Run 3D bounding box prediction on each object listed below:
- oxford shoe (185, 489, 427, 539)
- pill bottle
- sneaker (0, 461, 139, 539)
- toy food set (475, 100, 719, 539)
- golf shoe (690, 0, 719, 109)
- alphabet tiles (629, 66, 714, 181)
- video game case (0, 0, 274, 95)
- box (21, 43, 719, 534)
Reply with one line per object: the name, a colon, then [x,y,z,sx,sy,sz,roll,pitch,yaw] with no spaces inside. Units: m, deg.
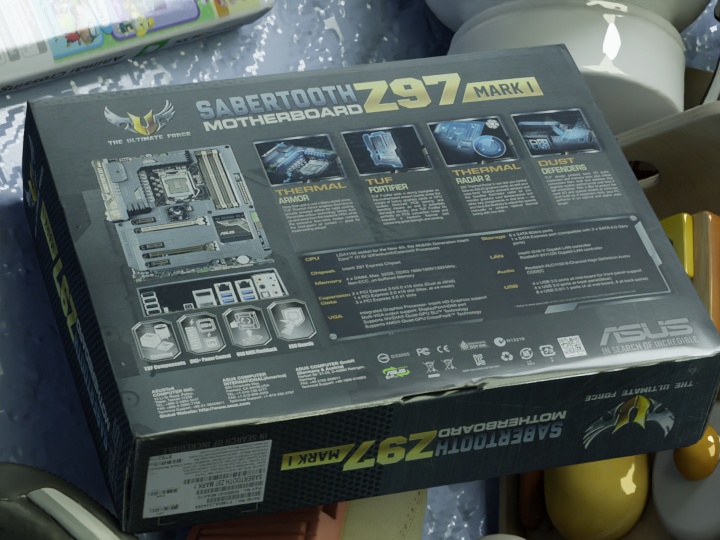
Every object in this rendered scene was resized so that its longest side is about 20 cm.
oxford shoe: [-0.008,0.076,0.906,0.074,0.070,0.201,58,45,-37]
pill bottle: [0.081,-0.148,1.007,0.119,0.119,0.201,15,65,-31]
sneaker: [-0.089,0.165,0.798,0.115,0.075,0.200,-40,99,-36]
toy food set: [0.083,0.051,0.915,0.060,0.143,0.201,19,63,-38]
golf shoe: [0.167,-0.026,0.957,0.077,0.094,0.201,17,70,-36]
alphabet tiles: [0.159,-0.007,0.986,0.201,0.166,0.006,-64,152,-19]
video game case: [-0.139,-0.162,0.912,0.182,0.022,0.201,-20,85,-39]
box: [0.000,0.000,0.856,0.199,0.051,0.158,-7,47,-18]
